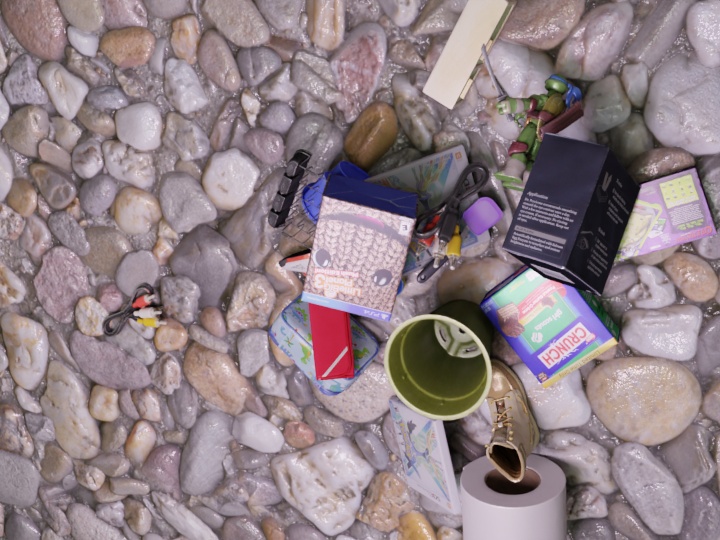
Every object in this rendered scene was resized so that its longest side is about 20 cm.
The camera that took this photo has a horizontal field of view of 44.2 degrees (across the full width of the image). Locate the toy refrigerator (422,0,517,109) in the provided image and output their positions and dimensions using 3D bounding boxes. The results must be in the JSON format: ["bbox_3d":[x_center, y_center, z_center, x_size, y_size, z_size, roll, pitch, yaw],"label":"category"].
[{"bbox_3d":[0.188,-0.381,1.510,0.070,0.076,0.201,33,117,9],"label":"toy refrigerator"}]

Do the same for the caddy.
[{"bbox_3d":[-0.018,-0.106,1.652,0.200,0.141,0.105,43,124,4],"label":"caddy"}]

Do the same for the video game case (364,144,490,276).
[{"bbox_3d":[0.122,-0.106,1.583,0.198,0.022,0.184,-22,102,-16],"label":"video game case"}]

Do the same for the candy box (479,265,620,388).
[{"bbox_3d":[0.343,0.086,1.607,0.169,0.077,0.200,-39,92,28],"label":"candy box"}]

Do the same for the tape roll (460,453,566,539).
[{"bbox_3d":[0.292,0.456,1.688,0.201,0.203,0.141,1,108,22],"label":"tape roll"}]

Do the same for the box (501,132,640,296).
[{"bbox_3d":[0.344,-0.087,1.431,0.117,0.196,0.202,20,87,34],"label":"box"}]

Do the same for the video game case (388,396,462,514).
[{"bbox_3d":[0.126,0.365,1.765,0.182,0.022,0.202,13,119,62],"label":"video game case"}]

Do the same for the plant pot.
[{"bbox_3d":[0.168,0.142,1.635,0.198,0.190,0.202,8,111,21],"label":"plant pot"}]

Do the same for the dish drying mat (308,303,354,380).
[{"bbox_3d":[-0.057,0.105,1.676,0.076,0.018,0.202,-5,76,-6],"label":"dish drying mat"}]

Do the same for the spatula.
[{"bbox_3d":[0.171,-0.050,1.576,0.200,0.021,0.057,-45,109,-10],"label":"spatula"}]

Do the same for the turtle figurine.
[{"bbox_3d":[0.255,-0.242,1.478,0.198,0.144,0.196,17,87,-6],"label":"turtle figurine"}]

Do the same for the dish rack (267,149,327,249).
[{"bbox_3d":[-0.064,-0.101,1.564,0.199,0.055,0.154,30,120,10],"label":"dish rack"}]

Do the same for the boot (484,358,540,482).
[{"bbox_3d":[0.266,0.279,1.661,0.072,0.155,0.202,-21,99,27],"label":"boot"}]

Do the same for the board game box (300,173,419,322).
[{"bbox_3d":[-0.001,-0.038,1.483,0.158,0.097,0.202,13,119,0],"label":"board game box"}]

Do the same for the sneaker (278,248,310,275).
[{"bbox_3d":[-0.064,0.007,1.755,0.199,0.067,0.109,-12,101,23],"label":"sneaker"}]

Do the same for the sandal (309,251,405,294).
[{"bbox_3d":[0.000,0.000,1.657,0.198,0.087,0.080,18,93,-12],"label":"sandal"}]

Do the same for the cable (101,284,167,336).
[{"bbox_3d":[-0.520,0.095,1.985,0.198,0.050,0.098,-16,100,25],"label":"cable"}]

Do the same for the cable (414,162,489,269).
[{"bbox_3d":[0.154,-0.105,1.554,0.096,0.201,0.050,23,160,3],"label":"cable"}]

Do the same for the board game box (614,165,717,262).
[{"bbox_3d":[0.490,-0.091,1.511,0.198,0.032,0.121,-17,97,27],"label":"board game box"}]

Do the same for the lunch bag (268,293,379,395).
[{"bbox_3d":[-0.069,0.138,1.752,0.200,0.161,0.083,42,130,4],"label":"lunch bag"}]
